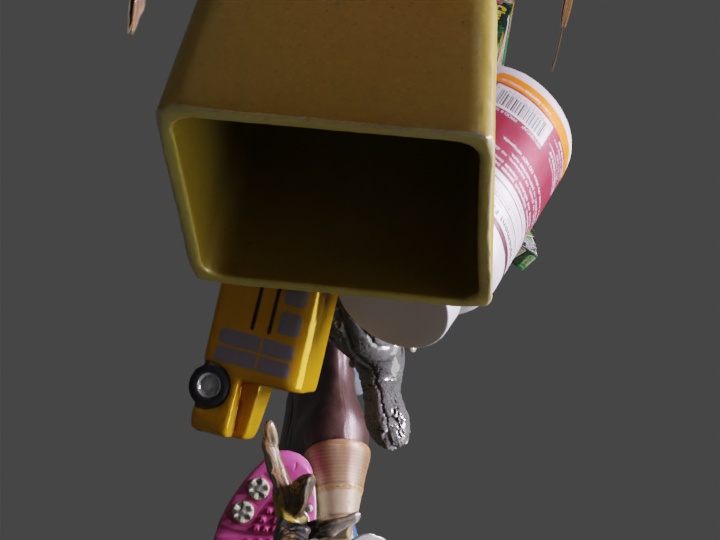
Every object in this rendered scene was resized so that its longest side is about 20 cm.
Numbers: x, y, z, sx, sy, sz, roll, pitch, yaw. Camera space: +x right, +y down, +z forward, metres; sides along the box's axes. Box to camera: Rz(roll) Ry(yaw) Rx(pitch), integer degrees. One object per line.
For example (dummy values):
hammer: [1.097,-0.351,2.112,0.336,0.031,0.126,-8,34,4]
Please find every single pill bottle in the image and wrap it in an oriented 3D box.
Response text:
pill bottle: [0.061,-0.044,1.444,0.113,0.112,0.200,93,24,-45]

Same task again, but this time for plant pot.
plant pot: [-0.004,-0.119,1.292,0.196,0.192,0.201,84,13,-61]

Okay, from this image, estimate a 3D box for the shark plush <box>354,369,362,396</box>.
shark plush: [-0.005,0.046,1.734,0.091,0.083,0.201,-69,168,-52]

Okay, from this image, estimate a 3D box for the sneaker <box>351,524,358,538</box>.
sneaker: [-0.022,0.258,1.824,0.089,0.078,0.202,-72,151,-80]

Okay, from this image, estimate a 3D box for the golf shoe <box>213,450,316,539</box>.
golf shoe: [-0.082,0.230,1.636,0.092,0.075,0.202,-88,-166,-81]

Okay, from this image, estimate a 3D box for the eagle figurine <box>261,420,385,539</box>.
eagle figurine: [-0.081,0.227,1.426,0.151,0.152,0.200,-40,-174,33]

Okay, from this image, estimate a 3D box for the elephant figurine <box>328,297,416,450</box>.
elephant figurine: [0.000,0.000,1.544,0.201,0.154,0.142,-77,-166,-50]

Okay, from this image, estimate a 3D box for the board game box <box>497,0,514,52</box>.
board game box: [0.104,-0.130,1.839,0.105,0.023,0.201,-73,172,-57]

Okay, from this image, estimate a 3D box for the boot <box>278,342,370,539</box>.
boot: [-0.038,0.138,1.706,0.200,0.072,0.168,135,-44,-63]

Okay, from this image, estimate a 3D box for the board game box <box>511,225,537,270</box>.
board game box: [0.051,-0.087,1.573,0.023,0.199,0.105,-44,-153,26]

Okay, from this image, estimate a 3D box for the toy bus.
toy bus: [-0.058,0.017,1.438,0.065,0.078,0.202,8,95,-79]
